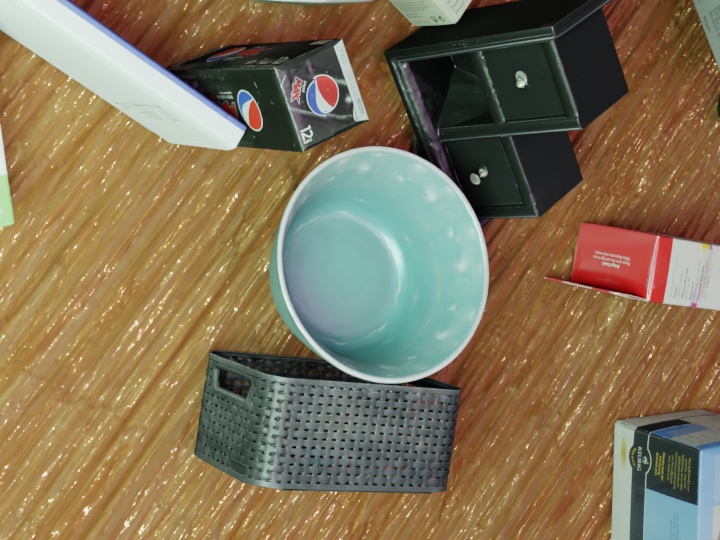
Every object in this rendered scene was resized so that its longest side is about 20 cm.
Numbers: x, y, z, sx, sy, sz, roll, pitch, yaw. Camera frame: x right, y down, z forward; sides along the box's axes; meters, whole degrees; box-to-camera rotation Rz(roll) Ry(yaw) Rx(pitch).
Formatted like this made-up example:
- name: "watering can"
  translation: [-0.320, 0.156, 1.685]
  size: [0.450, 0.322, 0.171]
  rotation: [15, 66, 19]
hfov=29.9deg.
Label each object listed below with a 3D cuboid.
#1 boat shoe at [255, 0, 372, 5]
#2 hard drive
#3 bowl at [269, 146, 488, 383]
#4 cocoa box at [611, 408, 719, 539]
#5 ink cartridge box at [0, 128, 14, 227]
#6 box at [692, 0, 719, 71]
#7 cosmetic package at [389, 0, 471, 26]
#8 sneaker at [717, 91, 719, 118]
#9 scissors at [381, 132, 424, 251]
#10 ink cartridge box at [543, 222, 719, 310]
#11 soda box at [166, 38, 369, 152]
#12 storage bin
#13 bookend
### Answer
- name: "boat shoe"
  translation: [-0.074, -0.260, 1.124]
  size: [0.200, 0.070, 0.072]
  rotation: [0, 100, -29]
- name: "hard drive"
  translation: [-0.195, -0.157, 1.026]
  size: [0.200, 0.132, 0.025]
  rotation: [34, 80, -30]
- name: "bowl"
  translation: [0.000, 0.000, 1.171]
  size: [0.200, 0.105, 0.201]
  rotation: [4, 82, -27]
- name: "cocoa box"
  translation: [0.355, 0.261, 1.424]
  size: [0.133, 0.131, 0.201]
  rotation: [-4, 99, -31]
- name: "ink cartridge box"
  translation: [-0.331, -0.125, 0.985]
  size: [0.117, 0.067, 0.201]
  rotation: [-11, 104, -29]
- name: "box"
  translation: [0.439, -0.312, 1.367]
  size: [0.200, 0.105, 0.184]
  rotation: [-17, 84, -22]
- name: "cosmetic package"
  translation: [0.028, -0.316, 1.178]
  size: [0.200, 0.071, 0.105]
  rotation: [39, 77, -30]
- name: "sneaker"
  translation: [0.473, -0.213, 1.465]
  size: [0.121, 0.084, 0.200]
  rotation: [37, 76, -20]
- name: "scissors"
  translation: [0.057, -0.071, 1.266]
  size: [0.073, 0.014, 0.201]
  rotation: [16, 87, -30]
- name: "ink cartridge box"
  translation: [0.298, -0.003, 1.361]
  size: [0.200, 0.116, 0.067]
  rotation: [7, 94, -33]
- name: "soda box"
  translation: [-0.078, -0.138, 1.061]
  size: [0.063, 0.200, 0.071]
  rotation: [-28, 110, -25]
- name: "storage bin"
  translation: [-0.028, 0.131, 1.166]
  size: [0.200, 0.135, 0.094]
  rotation: [6, 93, -32]
- name: "bookend"
  translation: [0.149, -0.132, 1.197]
  size: [0.092, 0.198, 0.200]
  rotation: [-38, 116, -35]
